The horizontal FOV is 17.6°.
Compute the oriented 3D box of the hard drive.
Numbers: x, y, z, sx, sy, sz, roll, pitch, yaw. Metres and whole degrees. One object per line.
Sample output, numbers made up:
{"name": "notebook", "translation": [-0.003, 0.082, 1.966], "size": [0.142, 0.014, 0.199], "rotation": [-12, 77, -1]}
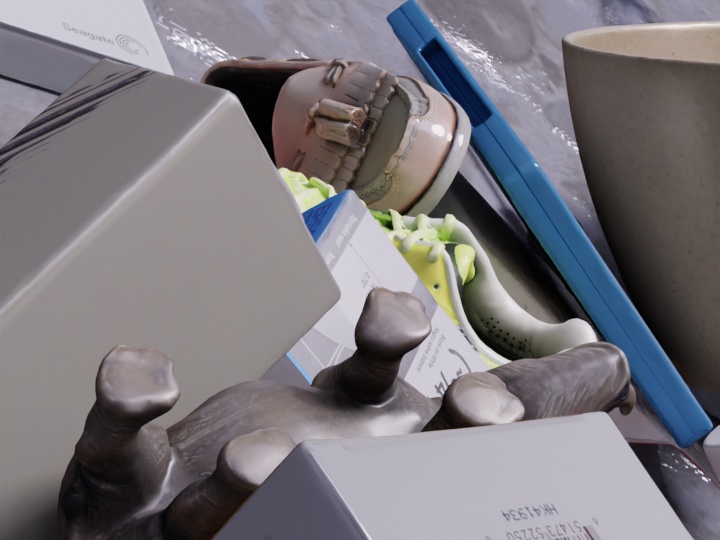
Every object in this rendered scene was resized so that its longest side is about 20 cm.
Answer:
{"name": "hard drive", "translation": [-0.166, -0.157, 1.034], "size": [0.131, 0.027, 0.201], "rotation": [15, 36, -37]}

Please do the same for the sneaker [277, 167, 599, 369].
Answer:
{"name": "sneaker", "translation": [0.000, 0.000, 0.837], "size": [0.199, 0.077, 0.076], "rotation": [34, 30, -6]}

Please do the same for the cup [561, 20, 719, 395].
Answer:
{"name": "cup", "translation": [0.181, -0.025, 0.968], "size": [0.199, 0.144, 0.200], "rotation": [1, 11, 0]}

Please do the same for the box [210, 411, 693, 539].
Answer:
{"name": "box", "translation": [-0.008, 0.137, 0.594], "size": [0.124, 0.200, 0.098], "rotation": [-1, 50, -51]}

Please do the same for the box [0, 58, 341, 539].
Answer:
{"name": "box", "translation": [-0.103, 0.036, 0.635], "size": [0.068, 0.200, 0.082], "rotation": [18, -36, 47]}

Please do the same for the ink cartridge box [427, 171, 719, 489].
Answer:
{"name": "ink cartridge box", "translation": [0.076, 0.031, 1.007], "size": [0.200, 0.050, 0.161], "rotation": [47, 7, -26]}

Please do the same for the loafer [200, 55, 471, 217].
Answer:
{"name": "loafer", "translation": [-0.019, -0.055, 0.950], "size": [0.063, 0.072, 0.200], "rotation": [31, -4, -19]}

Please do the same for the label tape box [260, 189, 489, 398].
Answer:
{"name": "label tape box", "translation": [0.014, 0.094, 0.754], "size": [0.200, 0.063, 0.144], "rotation": [52, 32, -15]}

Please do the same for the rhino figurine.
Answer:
{"name": "rhino figurine", "translation": [0.003, 0.050, 0.637], "size": [0.199, 0.088, 0.060], "rotation": [-9, 56, -39]}

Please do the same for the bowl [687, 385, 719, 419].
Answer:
{"name": "bowl", "translation": [0.199, 0.015, 1.147], "size": [0.200, 0.091, 0.202], "rotation": [28, 29, -18]}

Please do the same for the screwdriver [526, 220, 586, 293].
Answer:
{"name": "screwdriver", "translation": [0.074, -0.050, 1.170], "size": [0.028, 0.029, 0.200], "rotation": [10, 35, -42]}

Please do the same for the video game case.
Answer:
{"name": "video game case", "translation": [0.074, -0.025, 0.965], "size": [0.143, 0.018, 0.200], "rotation": [53, 5, -27]}

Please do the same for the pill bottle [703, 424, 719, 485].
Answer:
{"name": "pill bottle", "translation": [0.210, 0.139, 0.886], "size": [0.201, 0.111, 0.111], "rotation": [64, 29, -1]}
